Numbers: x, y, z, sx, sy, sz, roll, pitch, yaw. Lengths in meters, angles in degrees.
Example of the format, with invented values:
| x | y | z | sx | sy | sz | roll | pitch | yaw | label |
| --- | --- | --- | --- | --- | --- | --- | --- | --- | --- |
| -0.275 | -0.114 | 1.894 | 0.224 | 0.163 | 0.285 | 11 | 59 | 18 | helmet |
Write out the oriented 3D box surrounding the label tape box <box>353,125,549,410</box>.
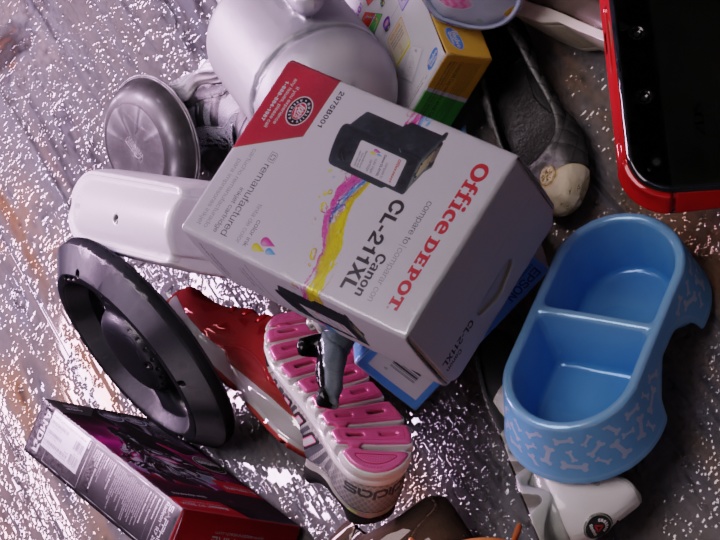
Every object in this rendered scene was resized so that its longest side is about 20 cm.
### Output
| x | y | z | sx | sy | sz | roll | pitch | yaw | label |
| --- | --- | --- | --- | --- | --- | --- | --- | --- | --- |
| 0.059 | -0.007 | 1.584 | 0.143 | 0.066 | 0.200 | -48 | 15 | 16 | label tape box |

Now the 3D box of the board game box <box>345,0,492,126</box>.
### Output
| x | y | z | sx | sy | sz | roll | pitch | yaw | label |
| --- | --- | --- | --- | --- | --- | --- | --- | --- | --- |
| 0.025 | -0.187 | 1.676 | 0.153 | 0.040 | 0.201 | -57 | 40 | 44 | board game box |

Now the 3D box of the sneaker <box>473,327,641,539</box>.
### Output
| x | y | z | sx | sy | sz | roll | pitch | yaw | label |
| --- | --- | --- | --- | --- | --- | --- | --- | --- | --- |
| 0.137 | 0.107 | 1.488 | 0.088 | 0.074 | 0.200 | -24 | 45 | 4 | sneaker |

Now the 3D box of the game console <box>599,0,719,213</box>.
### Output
| x | y | z | sx | sy | sz | roll | pitch | yaw | label |
| --- | --- | --- | --- | --- | --- | --- | --- | --- | --- |
| 0.254 | -0.137 | 1.456 | 0.176 | 0.031 | 0.201 | -4 | 67 | 3 | game console |

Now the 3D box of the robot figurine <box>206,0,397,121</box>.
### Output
| x | y | z | sx | sy | sz | roll | pitch | yaw | label |
| --- | --- | --- | --- | --- | --- | --- | --- | --- | --- |
| -0.044 | -0.154 | 1.634 | 0.113 | 0.170 | 0.200 | -21 | 44 | -14 | robot figurine |

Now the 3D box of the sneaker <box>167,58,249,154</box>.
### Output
| x | y | z | sx | sy | sz | roll | pitch | yaw | label |
| --- | --- | --- | --- | --- | --- | --- | --- | --- | --- |
| -0.105 | -0.110 | 1.776 | 0.200 | 0.075 | 0.114 | -33 | 60 | 34 | sneaker |

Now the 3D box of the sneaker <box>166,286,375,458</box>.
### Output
| x | y | z | sx | sy | sz | roll | pitch | yaw | label |
| --- | --- | --- | --- | --- | --- | --- | --- | --- | --- |
| -0.058 | 0.051 | 1.684 | 0.116 | 0.078 | 0.200 | -49 | 60 | 3 | sneaker |

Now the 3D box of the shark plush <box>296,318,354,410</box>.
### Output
| x | y | z | sx | sy | sz | roll | pitch | yaw | label |
| --- | --- | --- | --- | --- | --- | --- | --- | --- | --- |
| 0.000 | 0.000 | 1.509 | 0.083 | 0.091 | 0.200 | -3 | 40 | 31 | shark plush |

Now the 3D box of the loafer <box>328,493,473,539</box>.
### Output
| x | y | z | sx | sy | sz | roll | pitch | yaw | label |
| --- | --- | --- | --- | --- | --- | --- | --- | --- | --- |
| -0.001 | 0.219 | 1.561 | 0.199 | 0.073 | 0.071 | -24 | 53 | 21 | loafer |

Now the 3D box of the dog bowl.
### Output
| x | y | z | sx | sy | sz | roll | pitch | yaw | label |
| --- | --- | --- | --- | --- | --- | --- | --- | --- | --- |
| 0.160 | 0.045 | 1.445 | 0.111 | 0.050 | 0.200 | 10 | 57 | 28 | dog bowl |

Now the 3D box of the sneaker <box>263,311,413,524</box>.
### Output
| x | y | z | sx | sy | sz | roll | pitch | yaw | label |
| --- | --- | --- | --- | --- | --- | --- | --- | --- | --- |
| -0.020 | 0.107 | 1.558 | 0.200 | 0.073 | 0.088 | -125 | 31 | -47 | sneaker |

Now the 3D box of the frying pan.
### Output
| x | y | z | sx | sy | sz | roll | pitch | yaw | label |
| --- | --- | --- | --- | --- | --- | --- | --- | --- | --- |
| -0.198 | -0.095 | 1.821 | 0.190 | 0.031 | 0.115 | -21 | 89 | 48 | frying pan |

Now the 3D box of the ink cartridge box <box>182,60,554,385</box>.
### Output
| x | y | z | sx | sy | sz | roll | pitch | yaw | label |
| --- | --- | --- | --- | --- | --- | --- | --- | --- | --- |
| 0.006 | -0.035 | 1.453 | 0.200 | 0.083 | 0.146 | 25 | 76 | 32 | ink cartridge box |

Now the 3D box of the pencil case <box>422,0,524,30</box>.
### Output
| x | y | z | sx | sy | sz | roll | pitch | yaw | label |
| --- | --- | --- | --- | --- | --- | --- | --- | --- | --- |
| 0.104 | -0.266 | 1.604 | 0.091 | 0.083 | 0.200 | -30 | 28 | 44 | pencil case |

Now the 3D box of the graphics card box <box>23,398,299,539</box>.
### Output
| x | y | z | sx | sy | sz | roll | pitch | yaw | label |
| --- | --- | --- | --- | --- | --- | --- | --- | --- | --- |
| -0.154 | 0.167 | 1.670 | 0.200 | 0.125 | 0.051 | 30 | 100 | 45 | graphics card box |

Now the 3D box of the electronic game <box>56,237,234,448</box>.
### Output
| x | y | z | sx | sy | sz | roll | pitch | yaw | label |
| --- | --- | --- | --- | --- | --- | --- | --- | --- | --- |
| -0.168 | 0.057 | 1.694 | 0.042 | 0.200 | 0.200 | -40 | 42 | -21 | electronic game |

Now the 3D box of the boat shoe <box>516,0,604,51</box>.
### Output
| x | y | z | sx | sy | sz | roll | pitch | yaw | label |
| --- | --- | --- | --- | --- | --- | --- | --- | --- | --- |
| 0.190 | -0.180 | 1.552 | 0.200 | 0.072 | 0.060 | 28 | 92 | 47 | boat shoe |

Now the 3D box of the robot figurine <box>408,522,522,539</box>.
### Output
| x | y | z | sx | sy | sz | roll | pitch | yaw | label |
| --- | --- | --- | --- | --- | --- | --- | --- | --- | --- |
| 0.088 | 0.263 | 1.429 | 0.144 | 0.116 | 0.201 | -30 | 56 | 32 | robot figurine |

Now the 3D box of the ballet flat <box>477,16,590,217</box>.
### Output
| x | y | z | sx | sy | sz | roll | pitch | yaw | label |
| --- | --- | --- | --- | --- | --- | --- | --- | --- | --- |
| 0.114 | -0.118 | 1.600 | 0.066 | 0.057 | 0.200 | -38 | 52 | 21 | ballet flat |

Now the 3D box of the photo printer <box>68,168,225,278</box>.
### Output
| x | y | z | sx | sy | sz | roll | pitch | yaw | label |
| --- | --- | --- | --- | --- | --- | --- | --- | --- | --- |
| -0.122 | -0.035 | 1.684 | 0.200 | 0.166 | 0.070 | 11 | 93 | 58 | photo printer |
